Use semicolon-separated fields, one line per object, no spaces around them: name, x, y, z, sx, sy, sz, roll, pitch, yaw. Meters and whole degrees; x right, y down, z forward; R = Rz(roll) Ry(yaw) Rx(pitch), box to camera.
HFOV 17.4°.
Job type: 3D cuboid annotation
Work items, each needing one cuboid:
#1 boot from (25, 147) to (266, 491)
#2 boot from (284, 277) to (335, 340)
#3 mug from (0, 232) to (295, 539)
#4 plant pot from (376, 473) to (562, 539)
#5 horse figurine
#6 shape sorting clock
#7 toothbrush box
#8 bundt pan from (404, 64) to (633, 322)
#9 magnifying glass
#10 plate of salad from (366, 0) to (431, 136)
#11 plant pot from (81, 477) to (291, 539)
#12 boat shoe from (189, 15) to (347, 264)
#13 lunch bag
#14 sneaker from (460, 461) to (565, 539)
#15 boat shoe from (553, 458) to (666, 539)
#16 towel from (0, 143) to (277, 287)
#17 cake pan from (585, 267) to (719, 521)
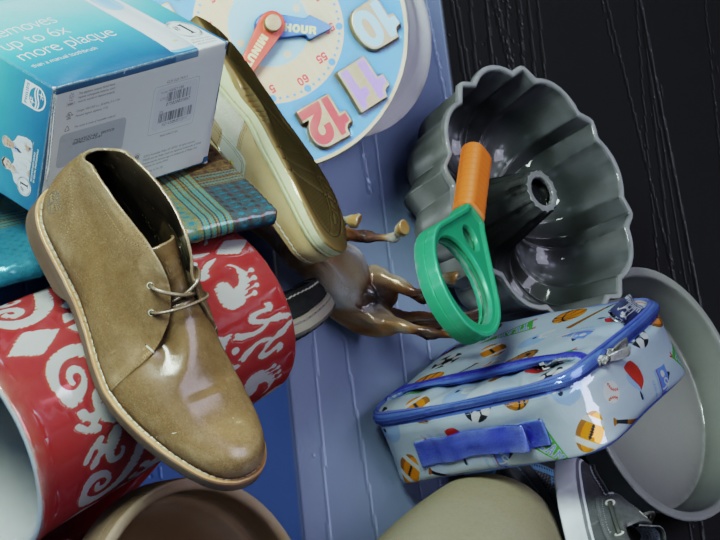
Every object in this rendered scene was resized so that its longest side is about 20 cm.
boot;-0.108;0.025;1.265;0.073;0.075;0.201;-24;76;-41
boot;-0.113;-0.003;1.521;0.199;0.073;0.152;-23;88;-42
mug;-0.154;0.067;1.368;0.199;0.178;0.134;-28;81;-35
plant pot;0.067;0.223;1.527;0.188;0.187;0.200;50;30;-14
horse figurine;0.000;0.000;1.607;0.200;0.132;0.050;41;60;-36
shape sorting clock;-0.063;-0.167;1.611;0.198;0.039;0.202;1;85;-15
toothbrush box;-0.202;-0.125;1.401;0.199;0.086;0.146;30;32;31
bundt pan;0.109;-0.047;1.753;0.201;0.076;0.203;21;58;-37
magnifying glass;0.070;-0.024;1.594;0.080;0.022;0.201;50;29;-24
plate of salad;-0.037;-0.185;1.692;0.199;0.048;0.202;14;64;-30
plant pot;-0.121;0.225;1.372;0.200;0.092;0.203;14;72;-48
boat shoe;-0.076;-0.073;1.529;0.074;0.066;0.201;33;21;-56
lunch bag;0.115;0.083;1.606;0.160;0.199;0.076;-32;102;-48
sneaker;0.155;0.198;1.684;0.201;0.073;0.082;57;41;-8
boat shoe;0.171;0.185;1.558;0.200;0.066;0.070;-96;172;-65
towel;-0.165;-0.034;1.390;0.198;0.147;0.022;-12;116;-18
cake pan;0.224;0.098;1.818;0.199;0.037;0.202;23;57;-40
